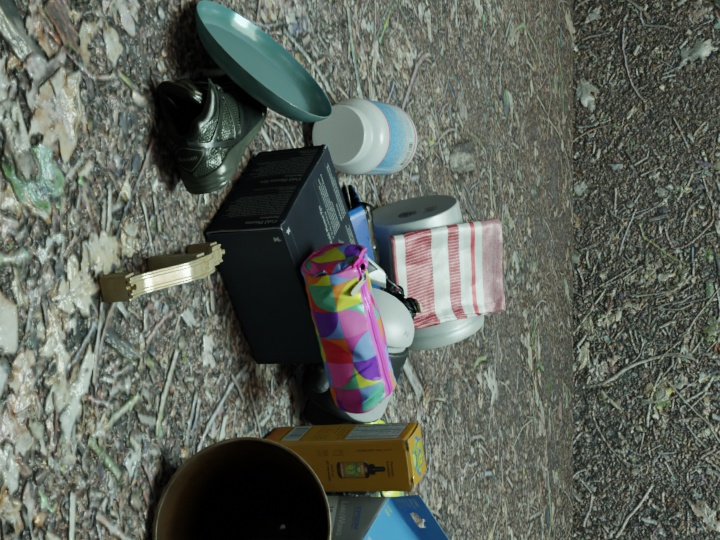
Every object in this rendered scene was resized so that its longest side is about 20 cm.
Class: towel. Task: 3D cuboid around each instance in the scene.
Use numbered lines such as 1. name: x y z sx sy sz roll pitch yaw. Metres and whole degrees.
1. towel: 0.134 0.005 1.710 0.197 0.023 0.147 -10 100 -29

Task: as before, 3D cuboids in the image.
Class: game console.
1. game console: -0.025 -0.002 1.678 0.169 0.118 0.203 -26 114 -34

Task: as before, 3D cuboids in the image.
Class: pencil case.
1. pencil case: -0.012 0.067 1.331 0.089 0.087 0.203 -59 141 -56

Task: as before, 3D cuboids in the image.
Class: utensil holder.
1. utensil holder: 0.095 0.000 1.794 0.170 0.167 0.203 -46 126 -62

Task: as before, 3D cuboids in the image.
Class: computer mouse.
1. computer mouse: 0.000 0.000 1.573 0.200 0.044 0.110 41 2 -26

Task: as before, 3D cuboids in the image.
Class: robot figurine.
1. robot figurine: -0.007 0.121 1.517 0.150 0.123 0.202 -111 -139 -71

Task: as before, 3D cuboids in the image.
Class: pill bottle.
1. pill bottle: 0.005 -0.195 1.663 0.200 0.107 0.111 -11 97 -69

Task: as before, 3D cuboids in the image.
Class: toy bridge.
1. toy bridge: -0.189 -0.003 1.184 0.200 0.066 0.028 -29 113 -66

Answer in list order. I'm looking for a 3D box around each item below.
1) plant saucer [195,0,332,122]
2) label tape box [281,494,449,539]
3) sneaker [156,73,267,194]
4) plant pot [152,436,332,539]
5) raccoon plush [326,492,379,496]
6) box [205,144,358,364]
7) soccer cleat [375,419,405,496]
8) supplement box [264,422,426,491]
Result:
1. plant saucer: -0.117 -0.238 1.326 0.199 0.027 0.201 38 19 -15
2. label tape box: -0.002 0.339 1.428 0.145 0.197 0.064 59 34 -49
3. sneaker: -0.163 -0.189 1.268 0.201 0.075 0.115 -69 149 -45
4. plant pot: -0.108 0.296 1.233 0.200 0.184 0.190 71 22 -68
5. raccoon plush: 0.020 0.308 1.535 0.097 0.133 0.201 -52 124 -38
6. box: -0.085 -0.020 1.405 0.183 0.103 0.202 -66 145 -50
7. soccer cleat: 0.021 0.291 1.646 0.084 0.064 0.202 -60 139 -53
8. supplement box: -0.022 0.230 1.396 0.069 0.197 0.068 -31 116 -66
